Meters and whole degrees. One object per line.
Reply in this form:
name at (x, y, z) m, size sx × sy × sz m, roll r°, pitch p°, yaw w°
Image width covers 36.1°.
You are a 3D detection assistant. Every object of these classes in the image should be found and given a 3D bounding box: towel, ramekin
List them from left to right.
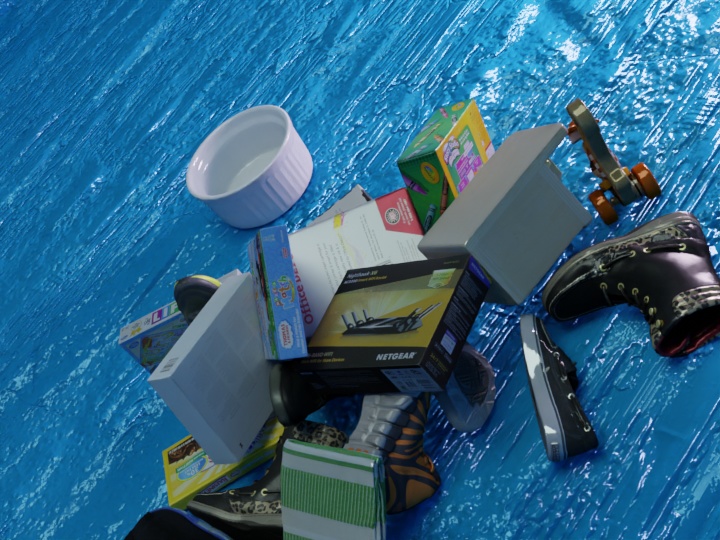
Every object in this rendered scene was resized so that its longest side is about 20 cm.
ramekin at (-0.174, -0.163, 1.793) m, size 0.200 × 0.098 × 0.201 m, roll -21°, pitch 43°, yaw 21°
towel at (-0.028, 0.289, 1.206) m, size 0.152 × 0.200 × 0.023 m, roll 3°, pitch 11°, yaw 41°

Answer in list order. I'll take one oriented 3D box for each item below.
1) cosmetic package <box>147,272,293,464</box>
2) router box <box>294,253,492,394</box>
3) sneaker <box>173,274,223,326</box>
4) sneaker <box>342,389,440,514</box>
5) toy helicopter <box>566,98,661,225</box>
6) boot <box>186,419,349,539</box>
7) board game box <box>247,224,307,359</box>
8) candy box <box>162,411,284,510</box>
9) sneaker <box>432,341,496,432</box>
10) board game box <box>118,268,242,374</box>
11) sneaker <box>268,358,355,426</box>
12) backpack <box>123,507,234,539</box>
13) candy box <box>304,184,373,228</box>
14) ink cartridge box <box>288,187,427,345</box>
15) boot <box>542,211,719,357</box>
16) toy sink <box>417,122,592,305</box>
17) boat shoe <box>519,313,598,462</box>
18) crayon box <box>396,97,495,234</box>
cosmetic package at (-0.164, 0.124, 1.415) m, size 0.052 × 0.151 × 0.200 m, roll -15°, pitch 30°, yaw 40°
router box at (0.037, 0.064, 1.275) m, size 0.200 × 0.052 × 0.157 m, roll -8°, pitch 44°, yaw 44°
sneaker at (-0.191, 0.093, 1.476) m, size 0.074 × 0.200 × 0.081 m, roll -19°, pitch 30°, yaw 10°
sneaker at (0.054, 0.187, 1.269) m, size 0.078 × 0.112 × 0.200 m, roll 7°, pitch 60°, yaw 53°
toy helicopter at (0.286, -0.153, 1.341) m, size 0.079 × 0.200 × 0.132 m, roll -32°, pitch 57°, yaw 10°
boot at (-0.111, 0.259, 1.363) m, size 0.200 × 0.073 × 0.151 m, roll -5°, pitch 46°, yaw 43°
board game box at (-0.103, 0.032, 1.338) m, size 0.037 × 0.152 × 0.200 m, roll -9°, pitch -3°, yaw -10°
candy box at (-0.174, 0.233, 1.472) m, size 0.200 × 0.026 × 0.102 m, roll -32°, pitch 41°, yaw 9°
sneaker at (0.097, 0.119, 1.344) m, size 0.099 × 0.078 × 0.200 m, roll -54°, pitch 41°, yaw 39°
board game box at (-0.218, 0.092, 1.555) m, size 0.200 × 0.134 × 0.034 m, roll -26°, pitch 37°, yaw 16°
sneaker at (-0.042, 0.134, 1.371) m, size 0.114 × 0.076 × 0.199 m, roll -17°, pitch 2°, yaw 18°
backpack at (-0.198, 0.382, 1.254) m, size 0.200 × 0.147 × 0.183 m, roll 21°, pitch 70°, yaw 46°
candy box at (-0.039, -0.015, 1.574) m, size 0.200 × 0.061 × 0.136 m, roll -39°, pitch 40°, yaw 1°
ink cartridge box at (0.000, 0.000, 1.452) m, size 0.200 × 0.086 × 0.148 m, roll -22°, pitch 69°, yaw 9°
boot at (0.312, 0.033, 1.237) m, size 0.200 × 0.073 × 0.151 m, roll -27°, pitch 42°, yaw 10°
toy sink at (0.190, -0.064, 1.336) m, size 0.200 × 0.112 × 0.130 m, roll -50°, pitch 18°, yaw -15°
boat shoe at (0.219, 0.128, 1.242) m, size 0.057 × 0.069 × 0.200 m, roll -11°, pitch 46°, yaw 5°
crayon box at (0.122, -0.136, 1.464) m, size 0.058 × 0.119 × 0.200 m, roll -13°, pitch 22°, yaw 28°
